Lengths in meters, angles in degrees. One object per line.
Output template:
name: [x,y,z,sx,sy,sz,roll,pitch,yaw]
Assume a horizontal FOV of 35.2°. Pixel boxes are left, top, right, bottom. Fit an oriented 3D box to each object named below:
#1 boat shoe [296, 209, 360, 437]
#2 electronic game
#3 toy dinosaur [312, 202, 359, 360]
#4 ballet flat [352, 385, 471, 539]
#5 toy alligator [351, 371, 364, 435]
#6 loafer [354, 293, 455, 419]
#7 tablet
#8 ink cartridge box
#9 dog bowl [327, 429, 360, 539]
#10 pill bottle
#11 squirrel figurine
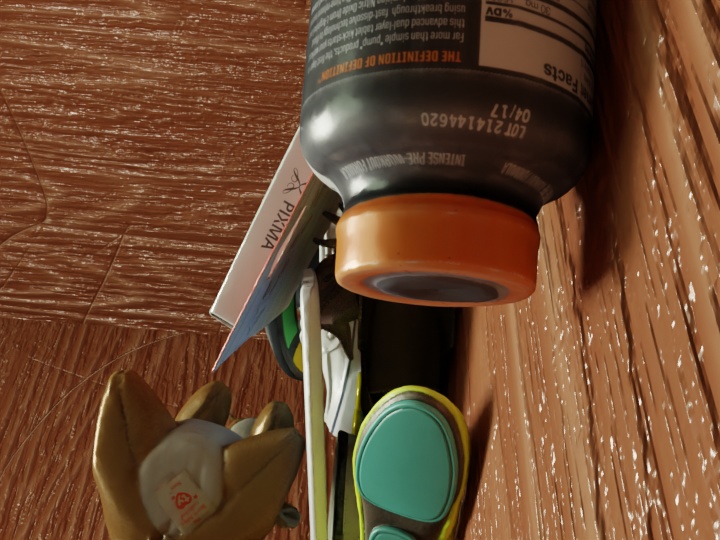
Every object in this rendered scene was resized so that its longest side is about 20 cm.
boat shoe: [-0.023,0.042,0.977,0.074,0.065,0.201,125,150,-84]
electronic game: [-0.037,0.003,1.048,0.200,0.042,0.201,9,-90,-68]
toy dinosaur: [0.000,0.000,0.856,0.200,0.086,0.136,-58,-3,33]
ballet flat: [0.032,0.133,0.669,0.067,0.067,0.200,-53,-27,-51]
toy alligator: [0.027,0.082,0.880,0.054,0.059,0.200,-87,3,-52]
loafer: [0.034,0.050,0.760,0.071,0.073,0.200,-98,3,-55]
tablet: [-0.031,0.104,0.770,0.130,0.014,0.201,-108,15,-83]
ink cartridge box: [-0.051,-0.041,0.805,0.200,0.043,0.174,-62,-7,19]
dog bowl: [0.011,0.221,0.835,0.200,0.074,0.201,-176,90,-89]
pill bottle: [0.033,-0.089,0.415,0.106,0.106,0.201,103,172,-77]
squirrel figurine: [-0.111,0.182,0.825,0.187,0.141,0.201,61,-140,-78]
